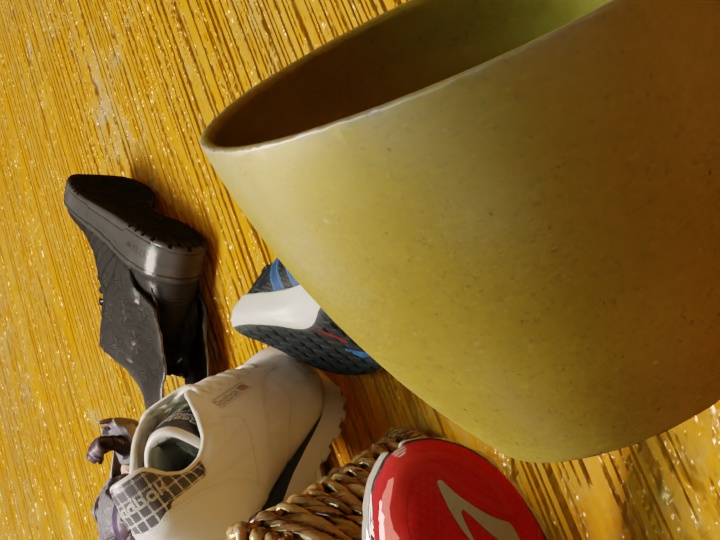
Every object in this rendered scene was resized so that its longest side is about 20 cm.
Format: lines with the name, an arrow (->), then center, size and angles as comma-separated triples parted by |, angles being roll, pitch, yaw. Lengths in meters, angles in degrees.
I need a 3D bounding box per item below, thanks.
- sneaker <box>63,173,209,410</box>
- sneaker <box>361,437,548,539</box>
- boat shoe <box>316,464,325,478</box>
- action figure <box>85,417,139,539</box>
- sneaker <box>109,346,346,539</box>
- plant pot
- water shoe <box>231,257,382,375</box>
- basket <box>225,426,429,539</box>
sneaker -> -0.143, 0.013, 1.224 | 0.200, 0.060, 0.105 | 35, 120, 55
sneaker -> 0.059, 0.154, 0.731 | 0.085, 0.077, 0.201 | 114, 137, -76
boat shoe -> -0.051, 0.138, 1.038 | 0.073, 0.064, 0.201 | 113, 145, -47
action figure -> -0.141, 0.159, 1.236 | 0.200, 0.069, 0.131 | 178, 83, -68
sneaker -> -0.065, 0.081, 0.957 | 0.076, 0.081, 0.200 | -40, 13, 22
plant pot -> 0.066, -0.022, 0.654 | 0.200, 0.199, 0.143 | 6, 124, 65
water shoe -> 0.000, 0.000, 0.932 | 0.200, 0.071, 0.079 | -17, 51, 66
basket -> 0.028, 0.193, 0.882 | 0.142, 0.149, 0.201 | 16, 111, 29
